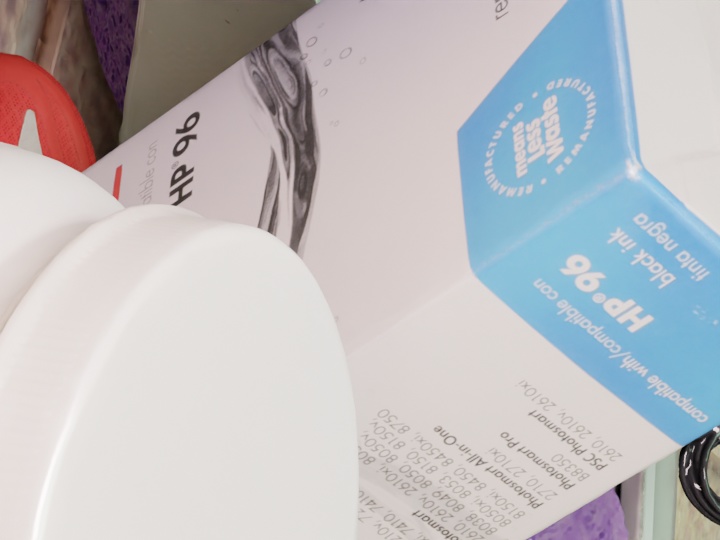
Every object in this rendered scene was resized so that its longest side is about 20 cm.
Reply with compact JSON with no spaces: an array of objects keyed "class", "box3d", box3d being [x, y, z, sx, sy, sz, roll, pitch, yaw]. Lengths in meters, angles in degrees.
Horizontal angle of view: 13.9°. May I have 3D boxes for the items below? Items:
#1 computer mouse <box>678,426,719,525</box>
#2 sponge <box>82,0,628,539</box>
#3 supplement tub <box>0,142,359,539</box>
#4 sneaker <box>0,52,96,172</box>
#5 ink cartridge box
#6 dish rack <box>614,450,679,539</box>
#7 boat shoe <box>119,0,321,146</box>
[{"class":"computer mouse","box3d":[0.056,0.045,0.797,0.200,0.034,0.059,0,93,-26]},{"class":"sponge","box3d":[0.000,0.000,0.831,0.112,0.030,0.200,-11,80,-37]},{"class":"supplement tub","box3d":[-0.115,0.042,0.534,0.140,0.200,0.140,7,90,-66]},{"class":"sneaker","box3d":[-0.094,0.025,0.677,0.085,0.077,0.200,-44,-154,50]},{"class":"ink cartridge box","box3d":[-0.005,0.009,0.624,0.068,0.200,0.116,38,32,-31]},{"class":"dish rack","box3d":[0.039,0.091,0.926,0.044,0.172,0.200,-6,103,-38]},{"class":"boat shoe","box3d":[-0.019,-0.076,0.755,0.072,0.070,0.201,-37,128,-56]}]
